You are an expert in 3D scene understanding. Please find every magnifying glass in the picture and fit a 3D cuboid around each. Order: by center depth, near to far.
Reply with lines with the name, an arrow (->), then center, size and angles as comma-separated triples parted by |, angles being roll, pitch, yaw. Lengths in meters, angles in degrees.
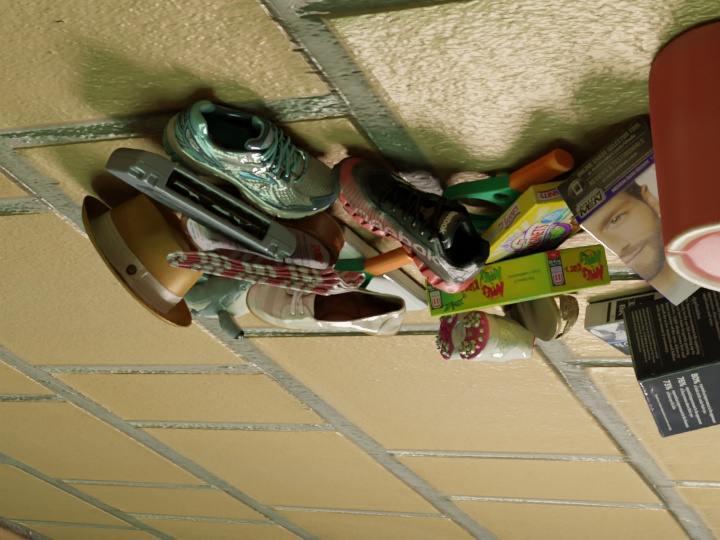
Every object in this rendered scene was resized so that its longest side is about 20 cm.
magnifying glass -> 0.154, -0.084, 1.394 | 0.079, 0.023, 0.200 | 21, 154, -23
magnifying glass -> 0.000, 0.000, 1.607 | 0.079, 0.023, 0.199 | 26, 154, -32

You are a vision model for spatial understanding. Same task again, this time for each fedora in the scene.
fedora -> -0.249, -0.026, 1.592 | 0.082, 0.201, 0.201 | -38, 142, 7

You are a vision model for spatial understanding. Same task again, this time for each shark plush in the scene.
shark plush -> -0.207, 0.012, 1.777 | 0.199, 0.091, 0.084 | 21, 144, 32

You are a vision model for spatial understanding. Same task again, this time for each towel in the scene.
towel -> -0.103, -0.004, 1.496 | 0.198, 0.030, 0.146 | 10, -177, 12

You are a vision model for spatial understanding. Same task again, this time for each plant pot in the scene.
plant pot -> 0.337, -0.087, 1.132 | 0.199, 0.179, 0.201 | 9, 157, 4

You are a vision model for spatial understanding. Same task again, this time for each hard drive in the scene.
hard drive -> -0.018, 0.004, 1.679 | 0.131, 0.026, 0.200 | -7, 152, 34

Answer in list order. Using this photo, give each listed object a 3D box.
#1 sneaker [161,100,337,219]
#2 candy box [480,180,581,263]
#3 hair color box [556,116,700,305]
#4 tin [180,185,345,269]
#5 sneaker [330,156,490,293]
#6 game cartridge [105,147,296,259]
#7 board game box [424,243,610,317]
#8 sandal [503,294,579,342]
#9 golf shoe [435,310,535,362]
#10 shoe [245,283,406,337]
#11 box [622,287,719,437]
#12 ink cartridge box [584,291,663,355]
sneaker -> -0.104, -0.117, 1.379 | 0.199, 0.078, 0.086 | 20, 152, -21
candy box -> 0.194, -0.053, 1.402 | 0.101, 0.027, 0.200 | -7, 165, -15
hair color box -> 0.297, -0.054, 1.312 | 0.109, 0.065, 0.200 | -41, 133, 18
tin -> -0.118, -0.044, 1.563 | 0.198, 0.042, 0.112 | 11, 151, 12
sneaker -> 0.060, -0.058, 1.405 | 0.200, 0.071, 0.098 | 40, 154, -12
game cartridge -> -0.175, -0.075, 1.429 | 0.199, 0.042, 0.133 | 30, 178, -26
board game box -> 0.178, 0.013, 1.522 | 0.101, 0.048, 0.199 | -8, 176, -39
sandal -> 0.238, 0.051, 1.656 | 0.069, 0.078, 0.212 | -19, 169, -13
golf shoe -> 0.156, 0.087, 1.685 | 0.091, 0.076, 0.200 | 11, -178, -15
shoe -> -0.040, 0.039, 1.604 | 0.198, 0.071, 0.053 | 7, 158, -12
box -> 0.421, 0.097, 1.529 | 0.198, 0.105, 0.148 | -15, 142, 15
ink cartridge box -> 0.384, 0.061, 1.624 | 0.099, 0.040, 0.199 | 30, 149, -36
